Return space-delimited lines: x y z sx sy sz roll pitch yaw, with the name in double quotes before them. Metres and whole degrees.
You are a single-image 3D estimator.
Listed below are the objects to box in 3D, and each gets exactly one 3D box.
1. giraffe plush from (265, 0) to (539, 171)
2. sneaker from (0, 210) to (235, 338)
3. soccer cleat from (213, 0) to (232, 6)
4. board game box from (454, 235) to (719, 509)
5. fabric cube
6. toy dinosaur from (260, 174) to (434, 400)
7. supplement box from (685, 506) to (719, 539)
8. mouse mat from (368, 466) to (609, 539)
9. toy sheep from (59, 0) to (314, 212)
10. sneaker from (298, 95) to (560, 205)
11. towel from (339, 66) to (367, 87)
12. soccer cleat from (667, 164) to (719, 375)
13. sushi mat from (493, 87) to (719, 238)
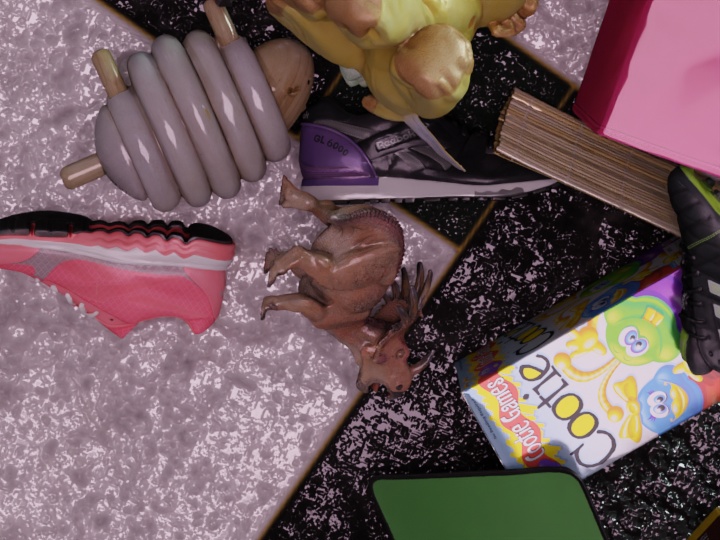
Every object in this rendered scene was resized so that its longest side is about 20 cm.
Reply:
"giraffe plush" 0.057 -0.192 1.560 0.162 0.172 0.200 -52 128 -8
"sneaker" -0.194 0.007 1.671 0.199 0.074 0.087 5 101 -1
"soccer cleat" -0.039 -0.249 1.614 0.199 0.085 0.069 -19 141 -11
"board game box" 0.181 0.071 1.668 0.199 0.105 0.103 -30 99 4
"fabric cube" 0.278 -0.164 1.583 0.199 0.196 0.200 19 97 -3
"toy dinosaur" 0.000 0.000 1.639 0.135 0.086 0.200 9 145 -4
"supplement box" 0.258 0.312 1.662 0.133 0.200 0.197 41 97 -6
"mouse mat" 0.107 0.214 1.670 0.199 0.008 0.162 -7 116 39
"toy sheep" -0.124 -0.110 1.625 0.199 0.138 0.139 -25 99 0
"sneaker" 0.054 -0.094 1.657 0.199 0.076 0.088 -1 94 0
"towel" 0.051 -0.240 1.657 0.199 0.023 0.153 -24 98 5
"soccer cleat" 0.248 0.023 1.570 0.081 0.068 0.201 -27 107 6
"sushi mat" 0.191 -0.070 1.652 0.199 0.096 0.012 24 126 -5
